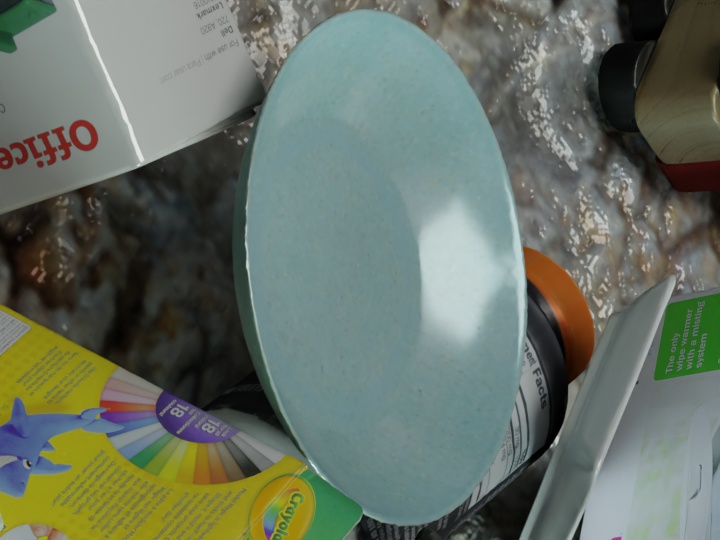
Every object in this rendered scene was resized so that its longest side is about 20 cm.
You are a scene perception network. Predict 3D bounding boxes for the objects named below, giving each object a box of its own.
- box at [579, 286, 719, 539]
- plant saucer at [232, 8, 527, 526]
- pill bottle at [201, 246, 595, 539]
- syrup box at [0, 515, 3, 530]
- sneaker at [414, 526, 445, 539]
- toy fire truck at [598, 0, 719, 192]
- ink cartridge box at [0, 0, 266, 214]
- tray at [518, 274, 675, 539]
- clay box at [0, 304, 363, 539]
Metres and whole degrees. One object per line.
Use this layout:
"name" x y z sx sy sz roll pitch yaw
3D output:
"box" 0.199 0.110 1.306 0.096 0.176 0.201 31 61 -36
"plant saucer" 0.000 0.000 1.091 0.201 0.038 0.202 14 73 -54
"pill bottle" 0.019 0.062 1.198 0.200 0.106 0.107 -35 104 -42
"syrup box" -0.198 0.009 0.917 0.078 0.081 0.201 -27 106 -27
"sneaker" 0.012 0.172 1.119 0.091 0.200 0.076 -34 71 -22
"toy fire truck" 0.239 -0.089 1.439 0.200 0.128 0.177 52 50 -36
"ink cartridge box" -0.143 -0.124 1.058 0.084 0.146 0.201 -32 102 -48
"tray" 0.094 0.088 1.232 0.022 0.200 0.108 23 59 6
"clay box" -0.110 0.088 1.024 0.115 0.199 0.048 -46 154 -38
